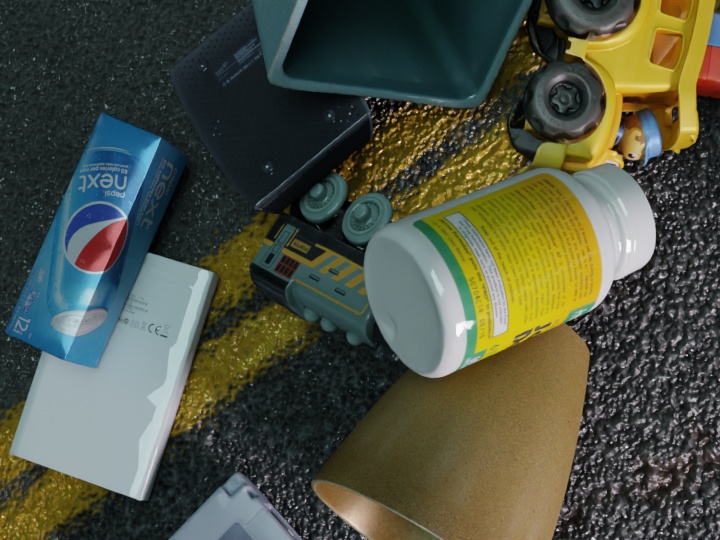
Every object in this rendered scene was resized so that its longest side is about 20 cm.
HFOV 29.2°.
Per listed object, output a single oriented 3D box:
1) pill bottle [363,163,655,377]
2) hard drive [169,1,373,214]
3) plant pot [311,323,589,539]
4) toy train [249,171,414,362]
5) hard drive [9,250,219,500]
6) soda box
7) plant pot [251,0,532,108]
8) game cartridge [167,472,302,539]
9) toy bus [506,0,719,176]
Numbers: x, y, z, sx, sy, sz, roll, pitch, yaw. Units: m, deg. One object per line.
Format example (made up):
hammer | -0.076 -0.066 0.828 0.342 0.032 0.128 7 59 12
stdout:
pill bottle | 0.112 -0.008 0.997 0.198 0.113 0.114 -21 74 -26
hard drive | -0.074 -0.142 1.161 0.134 0.042 0.201 -39 50 5
plant pot | 0.090 0.126 1.055 0.185 0.187 0.201 27 73 16
toy train | 0.000 0.000 1.110 0.199 0.085 0.115 27 80 41
hard drive | -0.213 0.082 1.199 0.130 0.027 0.202 16 84 15
soda box | -0.222 -0.024 1.169 0.064 0.068 0.202 21 86 16
plant pot | 0.017 -0.276 1.097 0.197 0.194 0.201 -64 36 38
game cartridge | -0.081 0.284 1.131 0.133 0.041 0.200 -43 74 0
toy bus | 0.221 -0.153 1.095 0.189 0.136 0.203 14 85 -2
